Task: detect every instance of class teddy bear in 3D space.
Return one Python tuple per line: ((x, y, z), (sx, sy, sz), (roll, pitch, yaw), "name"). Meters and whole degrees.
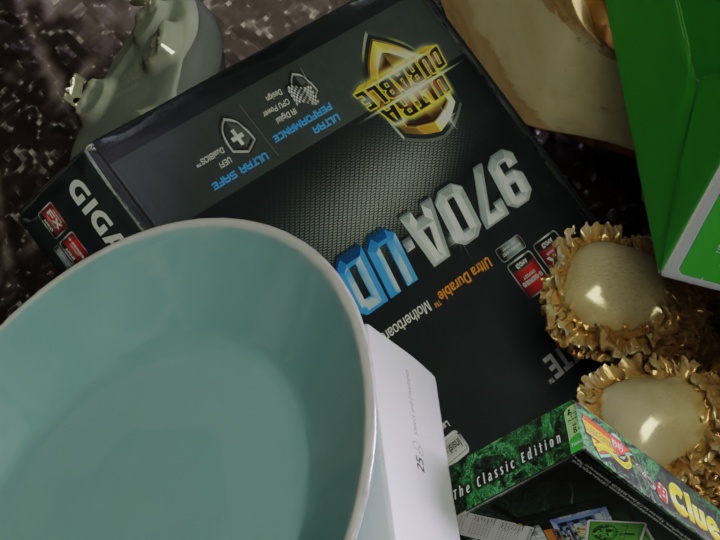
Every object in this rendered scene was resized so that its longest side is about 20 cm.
((0.130, 0.051, 0.975), (0.199, 0.067, 0.145), (1, 54, -54), "teddy bear")

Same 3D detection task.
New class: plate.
((-0.070, 0.077, 0.820), (0.026, 0.199, 0.201), (39, 66, -41), "plate")

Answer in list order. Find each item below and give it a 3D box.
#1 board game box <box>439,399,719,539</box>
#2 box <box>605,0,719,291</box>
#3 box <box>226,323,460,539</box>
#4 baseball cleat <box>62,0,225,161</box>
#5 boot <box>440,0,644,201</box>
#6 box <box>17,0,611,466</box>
((0.080, 0.110, 0.892), (0.104, 0.200, 0.024), (-32, 47, 21), "board game box")
((0.182, -0.075, 0.935), (0.175, 0.097, 0.201), (14, 38, -16), "box")
((-0.059, 0.127, 0.824), (0.199, 0.041, 0.157), (-28, 46, 23), "box")
((-0.061, 0.004, 1.001), (0.106, 0.070, 0.201), (27, 61, -30), "baseball cleat")
((0.128, -0.076, 1.048), (0.143, 0.071, 0.201), (-3, 40, -38), "boot")
((0.000, 0.000, 0.956), (0.159, 0.046, 0.200), (54, 39, 3), "box")
